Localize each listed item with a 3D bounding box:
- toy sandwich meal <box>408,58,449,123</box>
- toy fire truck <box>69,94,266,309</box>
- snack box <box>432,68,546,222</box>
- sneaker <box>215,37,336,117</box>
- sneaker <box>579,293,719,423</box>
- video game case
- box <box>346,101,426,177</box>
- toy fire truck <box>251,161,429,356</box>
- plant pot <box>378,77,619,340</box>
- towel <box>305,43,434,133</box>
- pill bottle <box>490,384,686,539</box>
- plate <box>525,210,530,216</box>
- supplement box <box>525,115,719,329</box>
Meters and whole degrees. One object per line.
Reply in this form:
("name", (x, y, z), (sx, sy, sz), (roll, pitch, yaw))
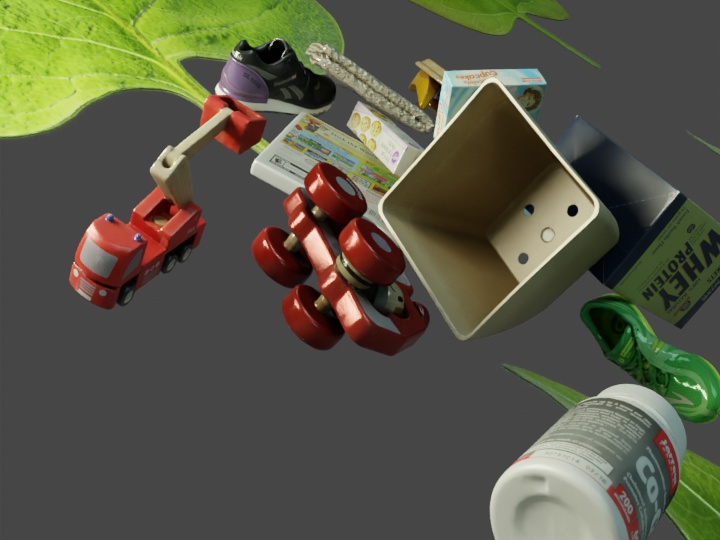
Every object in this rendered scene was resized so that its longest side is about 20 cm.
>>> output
("toy sandwich meal", (0.142, -0.234, 1.157), (0.203, 0.071, 0.206), (35, 14, -10))
("toy fire truck", (-0.166, -0.066, 0.693), (0.048, 0.143, 0.200), (31, 33, 7))
("snack box", (0.144, -0.144, 0.948), (0.113, 0.203, 0.038), (-5, 44, -10))
("sneaker", (-0.096, -0.263, 1.058), (0.198, 0.089, 0.076), (-13, 50, -46))
("sneaker", (0.324, 0.103, 0.899), (0.082, 0.075, 0.200), (1, 32, -38))
("video game case", (-0.018, -0.116, 0.981), (0.197, 0.023, 0.183), (28, 33, 0))
("box", (0.033, -0.172, 1.032), (0.038, 0.042, 0.201), (17, 21, -27))
("toy fire truck", (0.000, 0.000, 0.774), (0.166, 0.112, 0.202), (21, 30, -47))
("plant pot", (0.174, -0.053, 0.886), (0.175, 0.200, 0.202), (13, 38, -50))
("towel", (0.011, -0.257, 1.119), (0.198, 0.035, 0.133), (31, 10, -17))
("pill bottle", (0.202, 0.176, 0.666), (0.114, 0.115, 0.198), (42, 36, 21))
("plate", (0.192, -0.099, 1.112), (0.196, 0.026, 0.202), (20, 35, -14))
("supplement box", (0.346, -0.060, 1.009), (0.198, 0.135, 0.201), (23, 22, -39))
